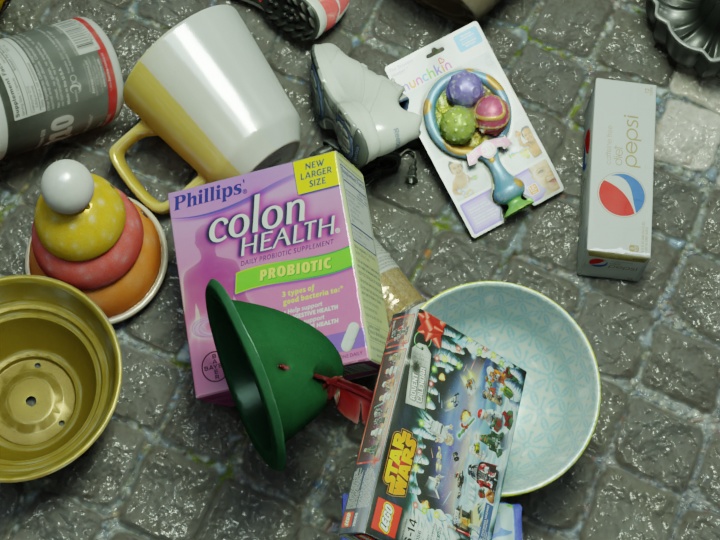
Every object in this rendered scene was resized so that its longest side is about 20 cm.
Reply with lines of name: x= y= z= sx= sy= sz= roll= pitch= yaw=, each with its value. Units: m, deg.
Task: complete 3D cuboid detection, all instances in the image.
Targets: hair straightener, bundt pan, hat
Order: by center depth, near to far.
hat: x=-0.024 y=0.071 z=1.220 sx=0.174 sy=0.202 sz=0.166 roll=-21 pitch=43 yaw=-15
hair straightener: x=0.036 y=-0.127 z=1.468 sx=0.198 sy=0.041 sz=0.078 roll=-18 pitch=69 yaw=-15
bundt pan: x=0.402 y=-0.291 z=1.533 sx=0.199 sy=0.076 sz=0.205 roll=1 pitch=66 yaw=-2

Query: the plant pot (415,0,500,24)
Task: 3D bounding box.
plant pot: x=0.121 y=-0.370 z=1.512 sx=0.198 sy=0.200 sz=0.175 roll=29 pitch=85 yaw=10

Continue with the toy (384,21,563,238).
toy: x=0.122 y=-0.150 z=1.447 sx=0.114 sy=0.047 sz=0.202 roll=-27 pitch=90 yaw=-11

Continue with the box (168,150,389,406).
box: x=-0.075 y=0.011 z=1.333 sx=0.173 sy=0.097 sz=0.203 roll=-12 pitch=77 yaw=14

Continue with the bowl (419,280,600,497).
bowl: x=0.121 y=0.119 z=1.328 sx=0.197 sy=0.108 sz=0.203 roll=0 pitch=75 yaw=-2

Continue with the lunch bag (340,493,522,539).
lunch bag: x=0.059 y=0.302 z=1.243 sx=0.167 sy=0.128 sz=0.203 roll=3 pitch=77 yaw=-1

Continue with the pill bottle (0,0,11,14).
pill bottle: x=-0.429 y=-0.292 z=1.452 sx=0.108 sy=0.110 sz=0.201 roll=16 pitch=34 yaw=5

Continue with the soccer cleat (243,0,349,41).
soccer cleat: x=-0.102 y=-0.327 z=1.546 sx=0.199 sy=0.069 sz=0.073 roll=37 pitch=47 yaw=17

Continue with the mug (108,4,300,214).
mug: x=-0.149 y=-0.153 z=1.443 sx=0.154 sy=0.187 sz=0.149 roll=50 pitch=38 yaw=8

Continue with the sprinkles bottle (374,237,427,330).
sprinkles bottle: x=0.000 y=0.000 z=1.400 sx=0.068 sy=0.068 sz=0.201 roll=-34 pitch=72 yaw=-15

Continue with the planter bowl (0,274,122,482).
planter bowl: x=-0.320 y=0.113 z=1.333 sx=0.197 sy=0.084 sz=0.203 roll=0 pitch=67 yaw=-1

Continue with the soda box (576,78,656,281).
soda box: x=0.266 y=-0.095 z=1.453 sx=0.067 sy=0.064 sz=0.203 roll=6 pitch=67 yaw=1

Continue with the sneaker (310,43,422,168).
sneaker: x=0.001 y=-0.175 z=1.453 sx=0.086 sy=0.075 sz=0.201 roll=-14 pitch=43 yaw=-14

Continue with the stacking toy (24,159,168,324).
stacking toy: x=-0.263 y=-0.044 z=1.338 sx=0.144 sy=0.200 sz=0.148 roll=1 pitch=67 yaw=-2

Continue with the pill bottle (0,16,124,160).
pill bottle: x=-0.348 y=-0.176 z=1.407 sx=0.199 sy=0.114 sz=0.114 roll=-24 pitch=68 yaw=-34

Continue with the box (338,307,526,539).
box: x=0.065 y=0.152 z=1.191 sx=0.136 sy=0.040 sz=0.202 roll=29 pitch=63 yaw=-30
